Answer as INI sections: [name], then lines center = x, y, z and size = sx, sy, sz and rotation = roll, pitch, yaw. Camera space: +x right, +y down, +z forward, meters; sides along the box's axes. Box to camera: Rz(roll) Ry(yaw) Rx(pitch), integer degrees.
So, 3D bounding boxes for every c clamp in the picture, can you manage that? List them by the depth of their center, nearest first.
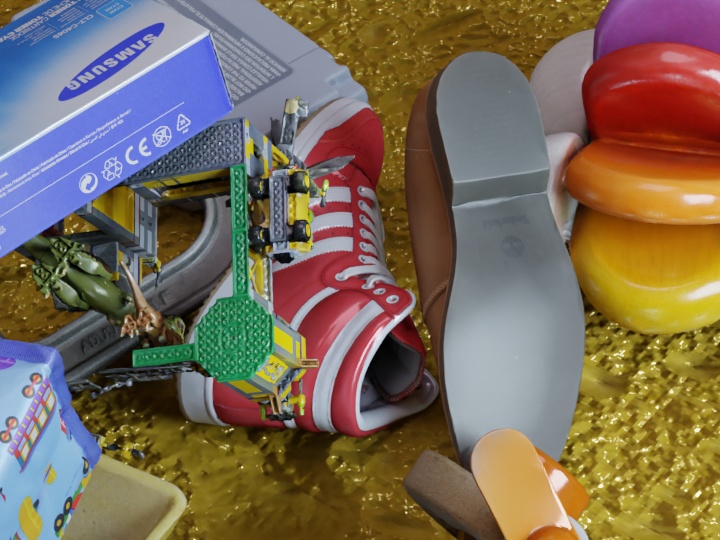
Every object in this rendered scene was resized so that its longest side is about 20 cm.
[c clamp]
center = -0.154, -0.015, 1.114
size = 0.199, 0.027, 0.171
rotation = -27, 50, -2

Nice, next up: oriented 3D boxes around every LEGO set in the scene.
[LEGO set]
center = -0.095, 0.010, 0.990
size = 0.198, 0.116, 0.155
rotation = -16, 70, 16

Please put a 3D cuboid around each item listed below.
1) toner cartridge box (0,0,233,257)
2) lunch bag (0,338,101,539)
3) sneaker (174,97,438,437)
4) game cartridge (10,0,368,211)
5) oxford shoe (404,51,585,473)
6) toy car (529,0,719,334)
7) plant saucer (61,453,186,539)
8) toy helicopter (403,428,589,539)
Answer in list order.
[toner cartridge box]
center = -0.160, -0.049, 0.919
size = 0.199, 0.043, 0.095
rotation = -35, 40, -23
[lunch bag]
center = -0.229, 0.089, 0.878
size = 0.198, 0.094, 0.151
rotation = 16, 61, 16
[sneaker]
center = 0.000, 0.000, 1.061
size = 0.111, 0.072, 0.201
rotation = 8, 52, 24
[game cartridge]
center = -0.105, -0.109, 1.228
size = 0.133, 0.041, 0.200
rotation = -28, 45, -25
[oxford shoe]
center = 0.056, 0.007, 1.010
size = 0.071, 0.071, 0.202
rotation = 1, 79, -23
[toy car]
center = 0.155, -0.073, 1.053
size = 0.173, 0.151, 0.201
rotation = 6, 44, 17
[plant saucer]
center = -0.203, 0.146, 0.955
size = 0.199, 0.049, 0.200
rotation = 19, 50, 28
[toy helicopter]
center = 0.098, 0.132, 0.862
size = 0.199, 0.132, 0.079
rotation = 35, 79, 22
